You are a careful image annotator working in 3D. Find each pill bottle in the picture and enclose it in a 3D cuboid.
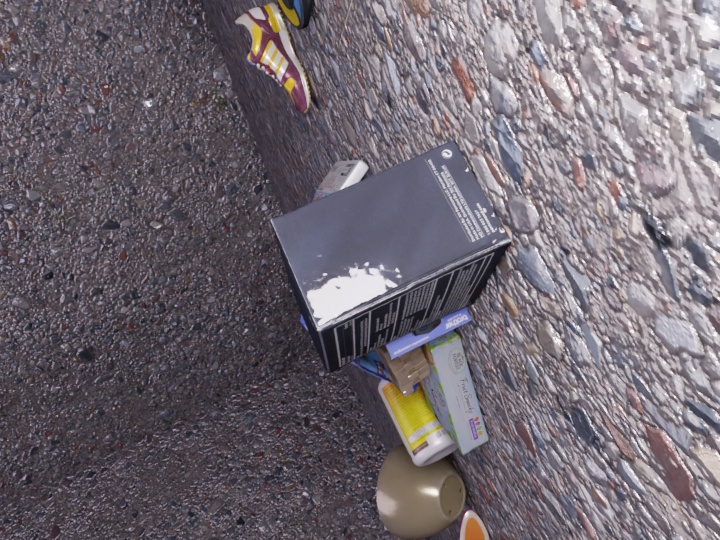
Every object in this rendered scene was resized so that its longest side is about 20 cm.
[{"bbox_3d":[0.103,0.242,1.134,0.110,0.108,0.202,83,161,-63],"label":"pill bottle"}]

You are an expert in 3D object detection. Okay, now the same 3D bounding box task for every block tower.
[{"bbox_3d":[0.039,0.082,0.867,0.054,0.057,0.202,45,162,56],"label":"block tower"}]

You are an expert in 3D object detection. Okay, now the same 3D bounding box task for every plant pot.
[{"bbox_3d":[0.149,0.481,1.345,0.133,0.199,0.203,-13,104,45],"label":"plant pot"}]

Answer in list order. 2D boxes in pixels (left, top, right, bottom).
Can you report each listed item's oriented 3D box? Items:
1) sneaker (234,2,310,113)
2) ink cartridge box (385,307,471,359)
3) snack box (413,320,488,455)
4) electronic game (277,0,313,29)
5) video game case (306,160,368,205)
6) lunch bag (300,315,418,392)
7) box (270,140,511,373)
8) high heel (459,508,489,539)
[{"bbox_3d":[-0.159,-0.378,1.141,0.075,0.089,0.203,-153,40,-76],"label":"sneaker"},{"bbox_3d":[0.046,-0.005,0.780,0.042,0.118,0.203,125,120,-80],"label":"ink cartridge box"},{"bbox_3d":[0.126,0.161,0.960,0.142,0.052,0.203,47,159,62],"label":"snack box"},{"bbox_3d":[-0.116,-0.441,0.867,0.200,0.041,0.203,156,91,-82],"label":"electronic game"},{"bbox_3d":[-0.066,-0.106,1.054,0.024,0.184,0.200,34,180,-16],"label":"video game case"},{"bbox_3d":[-0.002,0.123,1.045,0.198,0.096,0.150,16,-170,-43],"label":"lunch bag"},{"bbox_3d":[0.025,-0.005,0.648,0.125,0.196,0.201,62,170,18],"label":"box"},{"bbox_3d":[0.249,0.607,1.351,0.096,0.066,0.204,-130,23,-88],"label":"high heel"}]
